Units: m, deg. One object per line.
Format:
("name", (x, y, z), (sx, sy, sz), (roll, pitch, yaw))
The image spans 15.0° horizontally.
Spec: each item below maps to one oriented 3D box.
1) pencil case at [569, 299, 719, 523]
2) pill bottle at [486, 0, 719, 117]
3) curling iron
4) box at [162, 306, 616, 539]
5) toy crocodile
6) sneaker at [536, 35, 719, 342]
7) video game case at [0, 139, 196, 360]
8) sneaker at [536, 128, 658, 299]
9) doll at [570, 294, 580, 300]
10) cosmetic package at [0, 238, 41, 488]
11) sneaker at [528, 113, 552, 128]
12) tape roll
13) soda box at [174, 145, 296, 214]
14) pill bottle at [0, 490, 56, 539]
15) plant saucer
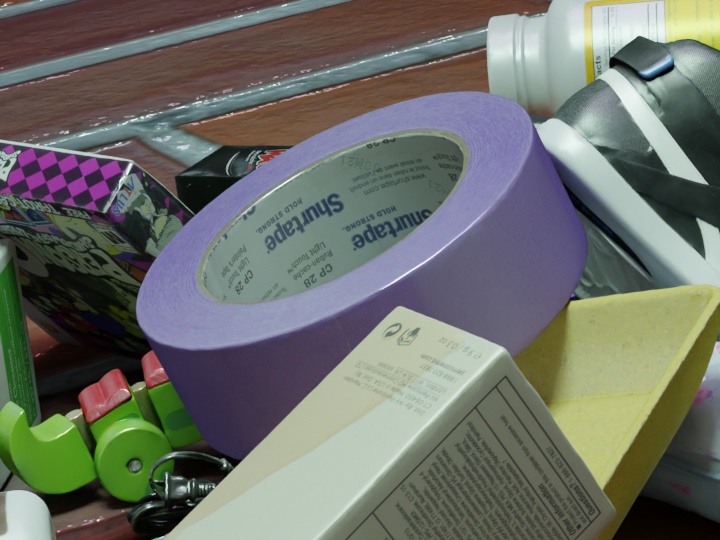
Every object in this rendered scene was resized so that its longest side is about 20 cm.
("pencil case", (0.137, 0.065, 1.219), (0.090, 0.084, 0.199), (1, 9, -45))
("pill bottle", (0.184, -0.135, 1.752), (0.199, 0.105, 0.104), (-4, 19, 11))
("curling iron", (-0.139, 0.120, 1.182), (0.199, 0.050, 0.026), (-21, 59, 18))
("box", (-0.013, 0.118, 0.995), (0.200, 0.095, 0.078), (-43, 30, -16))
("toy crocodile", (-0.081, 0.059, 1.335), (0.199, 0.062, 0.068), (-22, 21, -7))
("sneaker", (0.184, -0.027, 1.270), (0.112, 0.200, 0.073), (-45, 4, -7))
("video game case", (-0.140, -0.006, 1.425), (0.199, 0.181, 0.036), (11, 65, 42))
("sneaker", (0.181, -0.035, 1.387), (0.146, 0.081, 0.200), (-37, 60, -22))
("doll", (0.064, 0.025, 1.423), (0.136, 0.049, 0.200), (16, 36, 37))
("cosmetic package", (-0.222, 0.067, 1.324), (0.084, 0.108, 0.200), (-3, 20, 7))
("sneaker", (0.106, -0.045, 1.618), (0.199, 0.072, 0.083), (6, 47, 37))
("tape roll", (0.000, 0.000, 1.240), (0.199, 0.066, 0.200), (-23, 24, 11))
("soda box", (-0.004, -0.032, 1.579), (0.199, 0.071, 0.063), (2, 20, 27))
("pill bottle", (-0.212, 0.154, 1.064), (0.199, 0.110, 0.109), (-9, 19, -5))
("plant saucer", (0.043, 0.091, 1.147), (0.199, 0.049, 0.200), (-8, 31, 38))
